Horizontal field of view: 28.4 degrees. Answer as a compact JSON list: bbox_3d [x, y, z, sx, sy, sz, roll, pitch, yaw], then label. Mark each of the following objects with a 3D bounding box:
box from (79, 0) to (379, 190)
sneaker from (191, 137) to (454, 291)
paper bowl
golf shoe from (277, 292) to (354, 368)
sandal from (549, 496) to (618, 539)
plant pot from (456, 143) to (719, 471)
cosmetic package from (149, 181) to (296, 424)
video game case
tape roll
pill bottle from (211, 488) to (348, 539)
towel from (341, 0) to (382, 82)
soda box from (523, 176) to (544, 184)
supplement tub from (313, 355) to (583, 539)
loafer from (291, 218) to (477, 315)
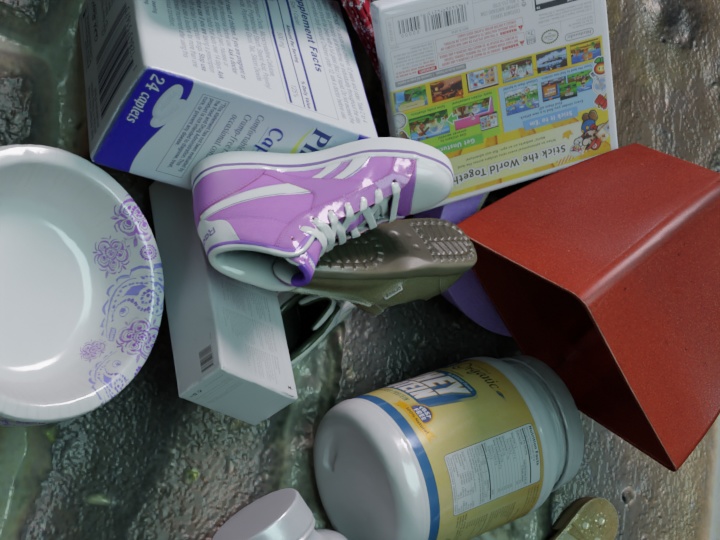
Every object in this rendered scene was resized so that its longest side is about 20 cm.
[{"bbox_3d":[-0.107,-0.152,1.119,0.200,0.105,0.184,15,41,-28],"label":"box"},{"bbox_3d":[-0.020,-0.033,1.051,0.200,0.073,0.114,-7,48,-9],"label":"sneaker"},{"bbox_3d":[-0.254,0.014,1.046,0.200,0.104,0.201,7,79,-37],"label":"paper bowl"},{"bbox_3d":[-0.033,0.024,1.193,0.078,0.097,0.200,48,61,-15],"label":"golf shoe"},{"bbox_3d":[0.188,0.294,1.305,0.078,0.070,0.212,47,63,-18],"label":"sandal"},{"bbox_3d":[0.229,0.009,1.188,0.176,0.200,0.200,-40,121,-10],"label":"plant pot"},{"bbox_3d":[-0.109,0.015,1.105,0.082,0.051,0.200,26,39,-42],"label":"cosmetic package"},{"bbox_3d":[0.115,-0.157,1.182,0.200,0.023,0.182,-17,117,-14],"label":"video game case"},{"bbox_3d":[0.151,-0.043,1.286,0.200,0.066,0.201,-6,109,-18],"label":"tape roll"},{"bbox_3d":[-0.035,0.281,1.145,0.111,0.111,0.200,-36,102,-30],"label":"pill bottle"},{"bbox_3d":[0.007,-0.212,1.229,0.022,0.145,0.200,-24,108,9],"label":"towel"},{"bbox_3d":[0.178,-0.186,1.366,0.063,0.071,0.200,16,76,-27],"label":"soda box"},{"bbox_3d":[0.076,0.156,1.212,0.200,0.145,0.145,-16,91,-33],"label":"supplement tub"},{"bbox_3d":[0.000,0.000,1.130,0.200,0.068,0.076,2,41,-28],"label":"loafer"}]
